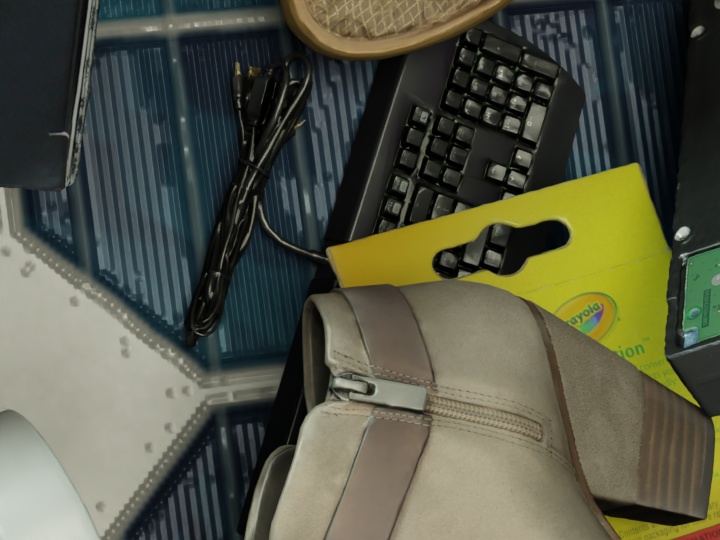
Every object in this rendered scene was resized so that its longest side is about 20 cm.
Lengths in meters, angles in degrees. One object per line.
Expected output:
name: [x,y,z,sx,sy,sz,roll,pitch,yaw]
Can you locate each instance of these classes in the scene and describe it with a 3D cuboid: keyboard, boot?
keyboard: [0.000,0.000,0.985,0.127,0.021,0.201,19,78,-14]
boot: [0.035,0.101,0.877,0.146,0.070,0.201,13,65,-17]

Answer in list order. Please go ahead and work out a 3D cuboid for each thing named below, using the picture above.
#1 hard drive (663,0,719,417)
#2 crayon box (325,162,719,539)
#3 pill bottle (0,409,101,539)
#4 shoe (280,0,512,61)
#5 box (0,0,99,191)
hard drive: [0.174,-0.050,0.940,0.038,0.139,0.200,52,32,-33]
crayon box: [0.067,0.076,0.959,0.126,0.051,0.201,-14,82,-22]
pill bottle: [-0.176,0.126,0.869,0.199,0.114,0.115,-26,92,-18]
shoe: [0.052,-0.137,0.999,0.200,0.053,0.070,-38,91,-15]
box: [-0.142,-0.156,0.826,0.123,0.200,0.197,0,120,-15]
